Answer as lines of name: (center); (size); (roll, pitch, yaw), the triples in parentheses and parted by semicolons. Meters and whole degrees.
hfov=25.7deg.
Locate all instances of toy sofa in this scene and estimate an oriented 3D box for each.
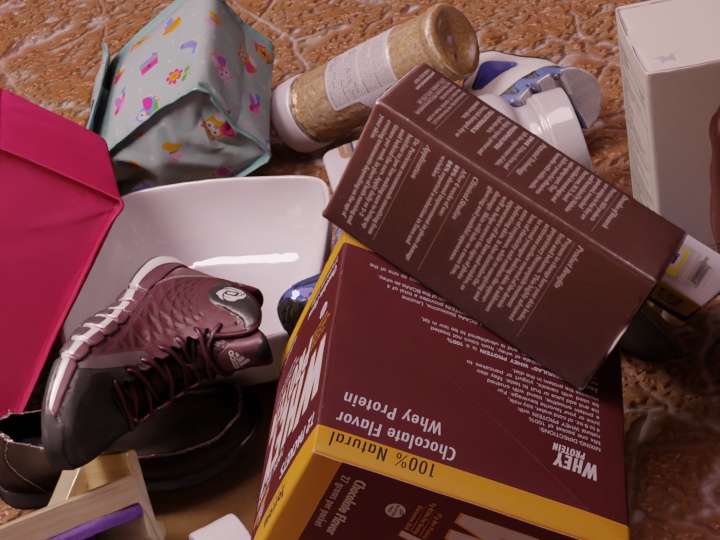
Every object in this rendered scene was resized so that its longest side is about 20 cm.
toy sofa: (-0.225, 0.190, 0.999); (0.200, 0.098, 0.083); (-18, 3, -43)

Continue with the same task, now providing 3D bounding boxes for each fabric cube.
fabric cube: (-0.307, -0.032, 1.180); (0.200, 0.197, 0.199); (25, 10, -19)

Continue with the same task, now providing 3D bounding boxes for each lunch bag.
lunch bag: (-0.182, -0.135, 1.412); (0.200, 0.122, 0.171); (-29, 37, 25)

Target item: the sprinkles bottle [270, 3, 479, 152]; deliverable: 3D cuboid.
sprinkles bottle: (0.009, -0.165, 1.369); (0.200, 0.068, 0.068); (-21, 28, 41)

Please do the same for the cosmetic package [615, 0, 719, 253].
cosmetic package: (0.250, -0.096, 1.177); (0.087, 0.200, 0.104); (-11, 39, 3)

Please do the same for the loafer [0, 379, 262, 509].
loafer: (-0.168, 0.115, 1.112); (0.199, 0.072, 0.073); (-15, 39, -1)

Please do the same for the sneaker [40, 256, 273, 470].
sneaker: (-0.123, 0.060, 1.045); (0.115, 0.076, 0.200); (7, 39, 19)

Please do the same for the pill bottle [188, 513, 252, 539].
pill bottle: (-0.145, 0.238, 0.972); (0.200, 0.110, 0.110); (-27, 41, -15)

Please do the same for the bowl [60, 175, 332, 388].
bowl: (-0.118, 0.018, 1.211); (0.199, 0.075, 0.200); (-4, 40, 11)

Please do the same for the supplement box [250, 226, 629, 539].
supplement box: (0.049, 0.110, 0.984); (0.197, 0.133, 0.200); (19, 40, -10)

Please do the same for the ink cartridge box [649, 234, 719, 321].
ink cartridge box: (0.198, -0.008, 1.080); (0.200, 0.198, 0.047); (36, 91, 10)

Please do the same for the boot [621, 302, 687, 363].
boot: (0.141, 0.043, 1.164); (0.097, 0.075, 0.200); (-48, 45, -13)

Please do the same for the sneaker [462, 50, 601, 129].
sneaker: (0.102, -0.130, 1.370); (0.199, 0.081, 0.115); (-24, 26, -1)

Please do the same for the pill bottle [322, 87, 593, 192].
pill bottle: (0.079, -0.075, 1.264); (0.199, 0.111, 0.111); (-19, 39, 1)

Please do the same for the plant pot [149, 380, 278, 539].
plant pot: (-0.098, 0.133, 1.148); (0.199, 0.028, 0.200); (-8, 41, 7)

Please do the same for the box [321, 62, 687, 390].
box: (0.087, -0.029, 0.972); (0.200, 0.100, 0.075); (36, 40, 9)

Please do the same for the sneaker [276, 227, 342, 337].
sneaker: (0.000, 0.000, 1.140); (0.078, 0.075, 0.200); (49, 35, 12)
